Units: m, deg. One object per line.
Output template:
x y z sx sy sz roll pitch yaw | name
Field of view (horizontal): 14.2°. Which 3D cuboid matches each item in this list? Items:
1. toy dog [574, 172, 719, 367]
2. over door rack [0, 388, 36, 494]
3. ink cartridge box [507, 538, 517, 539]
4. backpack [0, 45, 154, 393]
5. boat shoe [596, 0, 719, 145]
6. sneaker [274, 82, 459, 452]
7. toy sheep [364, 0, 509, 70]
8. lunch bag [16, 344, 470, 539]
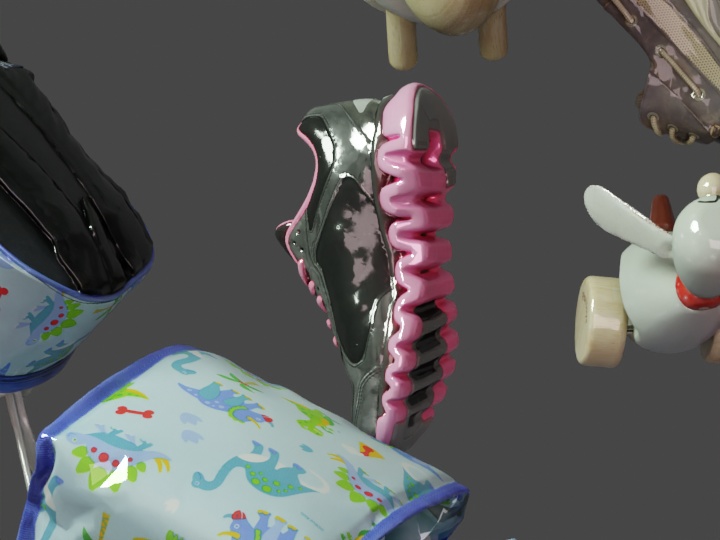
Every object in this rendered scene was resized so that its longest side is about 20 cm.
0.173 -0.014 1.506 0.131 0.200 0.097 7 71 -24 | toy dog
-0.228 0.151 1.514 0.147 0.067 0.201 -18 53 3 | over door rack
0.084 0.247 1.424 0.067 0.116 0.201 -18 64 21 | ink cartridge box
-0.216 -0.029 1.497 0.200 0.183 0.147 44 112 3 | backpack
0.182 -0.102 1.557 0.073 0.074 0.201 -32 81 9 | boat shoe
0.000 0.000 1.557 0.095 0.079 0.201 1 88 22 | sneaker
0.041 -0.193 1.510 0.137 0.201 0.138 -5 131 -6 | toy sheep
-0.057 0.122 1.452 0.169 0.200 0.128 28 123 14 | lunch bag
